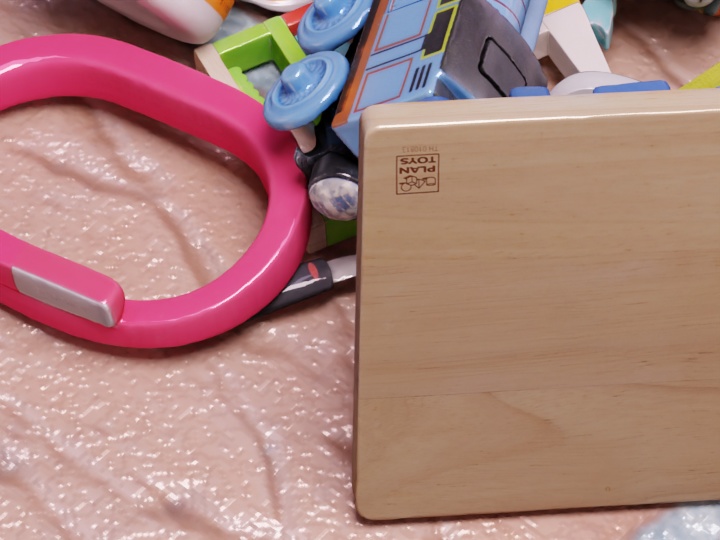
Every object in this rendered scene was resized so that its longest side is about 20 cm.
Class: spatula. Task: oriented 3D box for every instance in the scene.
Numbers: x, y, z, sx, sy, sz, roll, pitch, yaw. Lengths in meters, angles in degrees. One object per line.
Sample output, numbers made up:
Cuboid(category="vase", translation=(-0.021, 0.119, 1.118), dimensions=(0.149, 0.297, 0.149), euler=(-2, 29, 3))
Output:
Cuboid(category="spatula", translation=(0.000, 0.000, 1.302), dimensions=(0.199, 0.021, 0.057), euler=(-14, 53, -14))

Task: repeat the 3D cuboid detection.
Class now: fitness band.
Cuboid(category="fitness band", translation=(-0.117, -0.038, 1.308), dimensions=(0.199, 0.038, 0.144), euler=(24, 56, 23))

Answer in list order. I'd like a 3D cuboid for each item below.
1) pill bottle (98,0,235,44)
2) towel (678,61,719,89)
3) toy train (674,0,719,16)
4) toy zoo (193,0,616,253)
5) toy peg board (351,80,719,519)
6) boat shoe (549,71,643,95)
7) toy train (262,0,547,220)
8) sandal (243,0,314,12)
Cuboid(category="pill bottle", translation=(-0.074, -0.221, 1.370), dimensions=(0.113, 0.113, 0.201), euler=(28, 85, 19))
Cuboid(category="towel", translation=(0.182, -0.063, 1.367), dimensions=(0.200, 0.018, 0.086), euler=(-33, 58, -26))
Cuboid(category="toy train", translation=(0.116, -0.187, 1.405), dimensions=(0.200, 0.086, 0.114), euler=(33, 29, 25))
Cuboid(category="toy zoo", translation=(0.036, -0.095, 1.370), dimensions=(0.199, 0.021, 0.131), euler=(-23, 54, -14))
Cuboid(category="toy peg board", translation=(0.092, -0.006, 1.211), dimensions=(0.199, 0.200, 0.098), euler=(-3, 35, -6))
Cuboid(category="boat shoe", translation=(0.165, -0.039, 1.284), dimensions=(0.199, 0.069, 0.057), euler=(28, 35, -20))
Cuboid(category="toy train", translation=(0.032, -0.107, 1.292), dimensions=(0.114, 0.087, 0.201), euler=(-16, 40, 35))
Cuboid(category="sandal", translation=(-0.019, -0.217, 1.456), dimensions=(0.079, 0.059, 0.207), euler=(20, 53, 13))
